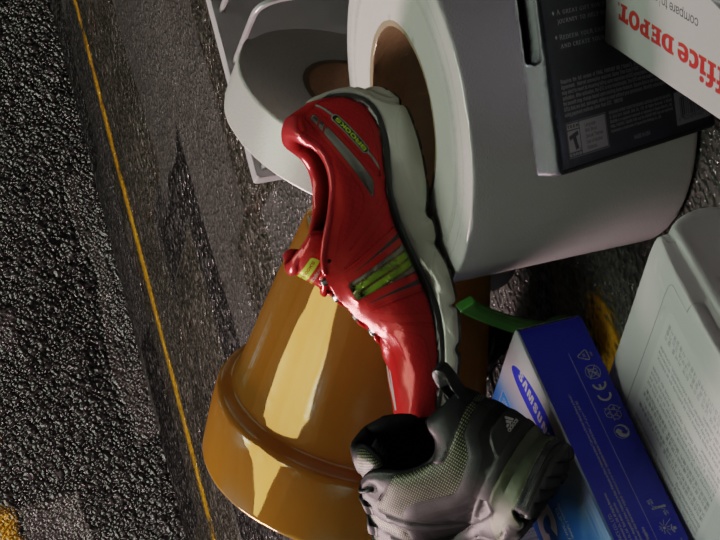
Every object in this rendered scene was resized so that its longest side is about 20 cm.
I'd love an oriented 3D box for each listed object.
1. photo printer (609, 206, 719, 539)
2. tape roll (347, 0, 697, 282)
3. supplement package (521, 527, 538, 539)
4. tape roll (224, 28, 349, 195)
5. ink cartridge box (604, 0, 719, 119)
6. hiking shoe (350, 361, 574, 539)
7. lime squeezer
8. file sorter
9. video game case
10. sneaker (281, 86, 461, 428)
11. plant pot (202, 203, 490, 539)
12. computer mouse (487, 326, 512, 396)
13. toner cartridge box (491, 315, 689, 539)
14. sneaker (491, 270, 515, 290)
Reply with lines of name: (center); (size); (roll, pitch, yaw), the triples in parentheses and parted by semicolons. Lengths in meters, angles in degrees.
photo printer: (0.190, 0.092, 0.863); (0.201, 0.069, 0.167); (97, 155, -50)
tape roll: (0.087, -0.103, 0.961); (0.203, 0.138, 0.205); (168, 90, -74)
supplement package: (0.146, 0.221, 1.028); (0.114, 0.108, 0.201); (97, 155, -49)
tape roll: (0.005, -0.101, 1.131); (0.037, 0.201, 0.203); (-67, 33, 30)
ink cartridge box: (0.174, -0.174, 0.710); (0.144, 0.083, 0.202); (-129, 31, -57)
hiking shoe: (0.034, 0.126, 0.907); (0.101, 0.076, 0.200); (43, 132, 8)
lime squeezer: (0.127, 0.074, 1.083); (0.038, 0.071, 0.201); (33, 158, 44)
file sorter: (-0.032, -0.193, 1.313); (0.125, 0.137, 0.202); (132, 125, -66)
video game case: (0.122, -0.159, 0.816); (0.019, 0.142, 0.202); (0, 103, 44)
sneaker: (0.000, 0.000, 0.928); (0.077, 0.084, 0.202); (169, 87, -74)
plant pot: (0.007, 0.056, 1.104); (0.200, 0.198, 0.185); (-126, 43, -54)
computer mouse: (0.097, 0.146, 1.187); (0.110, 0.043, 0.202); (-50, 44, 48)
toner cartridge box: (0.130, 0.134, 0.896); (0.095, 0.043, 0.201); (102, 152, -53)
sneaker: (0.061, -0.021, 1.232); (0.200, 0.074, 0.116); (-127, 21, -47)
